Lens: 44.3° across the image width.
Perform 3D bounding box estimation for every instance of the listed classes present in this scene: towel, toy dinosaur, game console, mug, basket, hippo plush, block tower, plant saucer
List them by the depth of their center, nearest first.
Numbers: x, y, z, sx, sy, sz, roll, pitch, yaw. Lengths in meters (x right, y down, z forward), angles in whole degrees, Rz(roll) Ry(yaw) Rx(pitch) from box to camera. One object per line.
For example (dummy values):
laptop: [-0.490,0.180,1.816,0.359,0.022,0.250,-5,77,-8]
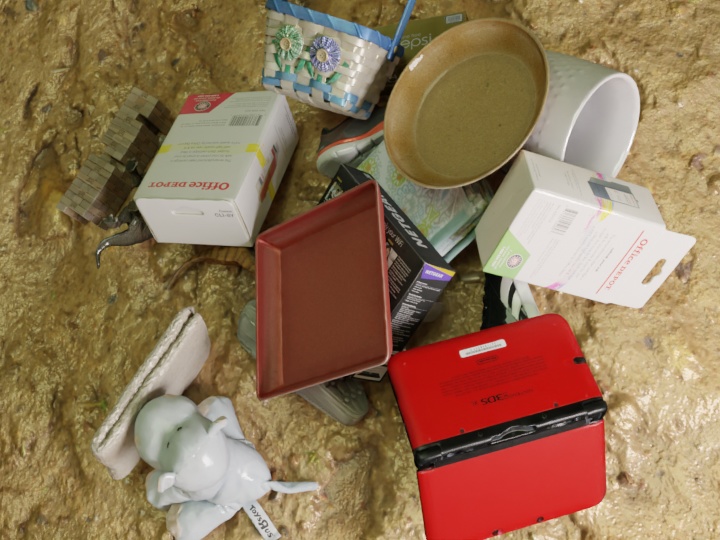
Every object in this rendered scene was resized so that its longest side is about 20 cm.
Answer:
game console: [0.139,0.162,0.901,0.196,0.119,0.174,-13,56,-9]
plant saucer: [0.116,-0.174,0.948,0.198,0.035,0.204,-16,62,31]
plant saucer: [-0.038,0.028,0.967,0.198,0.036,0.203,-21,62,38]
hippo plush: [-0.187,0.226,0.985,0.199,0.161,0.160,38,85,27]
mug: [0.191,-0.152,1.008,0.174,0.147,0.203,31,99,38]
towel: [-0.243,0.143,1.037,0.034,0.133,0.201,28,66,10]
towel: [0.061,-0.079,1.038,0.200,0.048,0.173,-42,54,34]
basket: [-0.024,-0.294,1.053,0.174,0.139,0.203,19,94,22]
toy dinosaur: [-0.170,-0.026,1.120,0.198,0.061,0.106,2,39,46]
toy dinosaur: [-0.282,-0.085,1.179,0.076,0.102,0.203,18,84,23]
block tower: [-0.341,-0.153,1.241,0.057,0.054,0.202,28,82,27]

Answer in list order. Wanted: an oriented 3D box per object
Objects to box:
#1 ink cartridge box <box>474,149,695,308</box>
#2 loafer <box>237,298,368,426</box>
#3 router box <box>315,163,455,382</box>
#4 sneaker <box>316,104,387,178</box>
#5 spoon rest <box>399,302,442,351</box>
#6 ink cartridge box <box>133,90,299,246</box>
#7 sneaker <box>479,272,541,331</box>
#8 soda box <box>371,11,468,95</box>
ink cartridge box: [0.234,-0.039,0.929,0.197,0.118,0.068,14,40,-17]
loafer: [-0.071,0.115,1.047,0.200,0.069,0.070,43,123,23]
router box: [0.000,0.000,1.007,0.158,0.052,0.201,-56,45,21]
sneaker: [0.032,-0.184,1.112,0.197,0.077,0.083,-16,58,12]
spoon rest: [0.071,0.134,0.974,0.059,0.100,0.203,3,61,-15]
ink cartridge box: [-0.179,-0.131,1.124,0.143,0.084,0.202,2,50,19]
sneaker: [0.143,0.055,0.980,0.110,0.073,0.203,-24,66,8]
soda box: [0.047,-0.273,1.140,0.196,0.068,0.065,-5,70,18]
